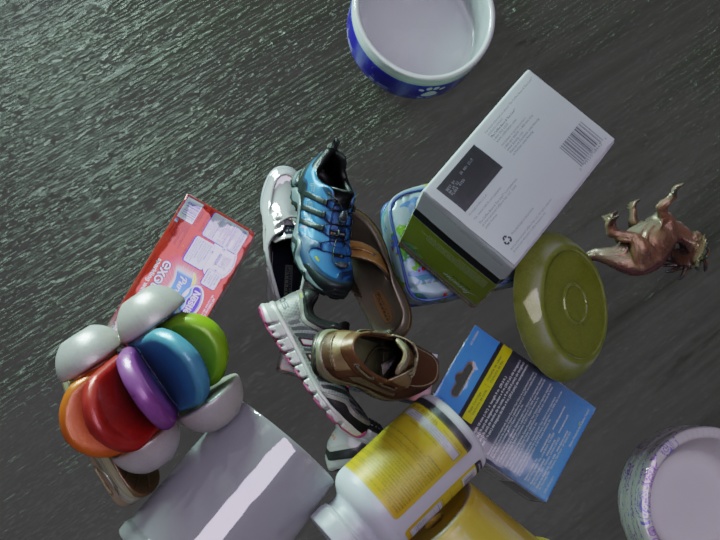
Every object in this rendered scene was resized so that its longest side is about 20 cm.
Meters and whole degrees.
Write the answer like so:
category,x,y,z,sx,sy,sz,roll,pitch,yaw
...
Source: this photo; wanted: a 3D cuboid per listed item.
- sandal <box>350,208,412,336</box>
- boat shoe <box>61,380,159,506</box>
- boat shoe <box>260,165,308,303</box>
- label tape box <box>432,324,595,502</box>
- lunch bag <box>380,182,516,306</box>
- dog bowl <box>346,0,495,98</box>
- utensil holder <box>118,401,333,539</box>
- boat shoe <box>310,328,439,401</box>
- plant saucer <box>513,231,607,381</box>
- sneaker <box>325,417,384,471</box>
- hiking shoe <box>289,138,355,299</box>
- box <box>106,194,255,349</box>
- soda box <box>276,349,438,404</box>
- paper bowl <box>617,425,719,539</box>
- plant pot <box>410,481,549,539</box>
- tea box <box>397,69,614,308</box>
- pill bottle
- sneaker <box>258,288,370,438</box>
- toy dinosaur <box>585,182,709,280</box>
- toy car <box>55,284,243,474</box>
category,x,y,z,sx,sy,sz,roll,pitch,yaw
sandal,0.000,0.000,1.109,0.080,0.054,0.201,-35,72,29
boat shoe,-0.313,0.188,1.037,0.072,0.065,0.201,-20,77,-54
boat shoe,-0.091,-0.043,1.122,0.073,0.065,0.202,-5,81,-11
label tape box,0.187,0.188,1.136,0.199,0.063,0.145,35,75,-4
lunch bag,0.132,-0.044,1.156,0.198,0.082,0.162,-13,84,-12
dog bowl,0.082,-0.346,1.198,0.198,0.079,0.202,2,80,-10
utensil holder,-0.152,0.276,1.007,0.170,0.170,0.200,40,74,-2
boat shoe,0.032,0.110,1.006,0.199,0.074,0.076,14,69,-46
plant saucer,0.274,0.046,1.141,0.199,0.031,0.202,9,76,-42
sneaker,0.045,0.254,1.105,0.199,0.074,0.080,27,92,-1
hiking shoe,-0.042,-0.062,1.061,0.074,0.087,0.201,6,55,-32
box,-0.222,0.021,1.071,0.099,0.095,0.201,29,77,-5
soda box,-0.004,0.120,1.113,0.198,0.064,0.069,14,78,-9
paper bowl,0.437,0.308,1.142,0.199,0.104,0.203,2,80,-10
plant pot,0.137,0.363,1.019,0.200,0.201,0.189,-40,96,-14
tea box,0.165,-0.089,1.027,0.133,0.197,0.200,40,75,5
pill bottle,0.042,0.247,1.001,0.200,0.112,0.112,-40,89,-15
sneaker,-0.038,0.105,1.038,0.087,0.074,0.201,-34,84,-6
toy dinosaur,0.408,-0.031,1.208,0.199,0.086,0.136,-26,93,-8
toy car,-0.236,0.127,0.935,0.199,0.150,0.176,-32,98,4
